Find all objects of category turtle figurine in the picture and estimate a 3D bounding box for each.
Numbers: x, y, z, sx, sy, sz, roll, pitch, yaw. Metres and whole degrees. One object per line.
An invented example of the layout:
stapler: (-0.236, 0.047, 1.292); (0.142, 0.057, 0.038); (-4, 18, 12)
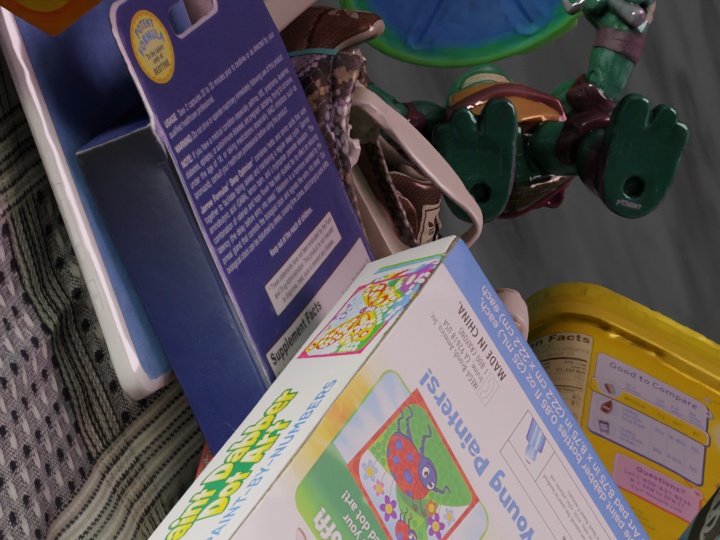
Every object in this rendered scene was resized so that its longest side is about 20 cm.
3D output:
turtle figurine: (0.060, -0.070, 1.025); (0.200, 0.149, 0.101); (-120, -169, -69)

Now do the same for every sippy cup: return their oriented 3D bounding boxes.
sippy cup: (0.041, -0.186, 1.134); (0.179, 0.138, 0.131); (99, -20, -49)

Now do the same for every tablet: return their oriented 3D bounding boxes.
tablet: (-0.079, -0.068, 0.753); (0.201, 0.014, 0.130); (70, 20, -4)

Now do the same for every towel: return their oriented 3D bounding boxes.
towel: (-0.090, 0.024, 0.712); (0.200, 0.034, 0.194); (-52, 122, -68)

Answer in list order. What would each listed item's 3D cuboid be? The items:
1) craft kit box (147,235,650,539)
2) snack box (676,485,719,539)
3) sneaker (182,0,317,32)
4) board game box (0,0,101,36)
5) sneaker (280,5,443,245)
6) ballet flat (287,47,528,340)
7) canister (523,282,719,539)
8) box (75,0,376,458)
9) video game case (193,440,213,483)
craft kit box: (0.021, 0.128, 0.694); (0.201, 0.048, 0.198); (57, 42, -18)
snack box: (0.145, 0.169, 0.940); (0.116, 0.201, 0.037); (34, 12, -9)
sneaker: (-0.053, -0.145, 0.901); (0.107, 0.074, 0.200); (66, 21, -16)
board game box: (-0.086, -0.225, 0.614); (0.199, 0.199, 0.201); (30, 42, -37)
sneaker: (0.000, 0.000, 0.918); (0.070, 0.075, 0.201); (-38, 109, -70)
ballet flat: (0.019, 0.011, 0.855); (0.201, 0.072, 0.072); (63, 21, -19)
canister: (0.114, 0.112, 1.052); (0.148, 0.087, 0.201); (27, 35, -7)
box: (-0.028, 0.003, 0.759); (0.201, 0.032, 0.121); (67, 21, -12)
video game case: (-0.009, 0.097, 0.808); (0.144, 0.017, 0.200); (61, 18, -24)
